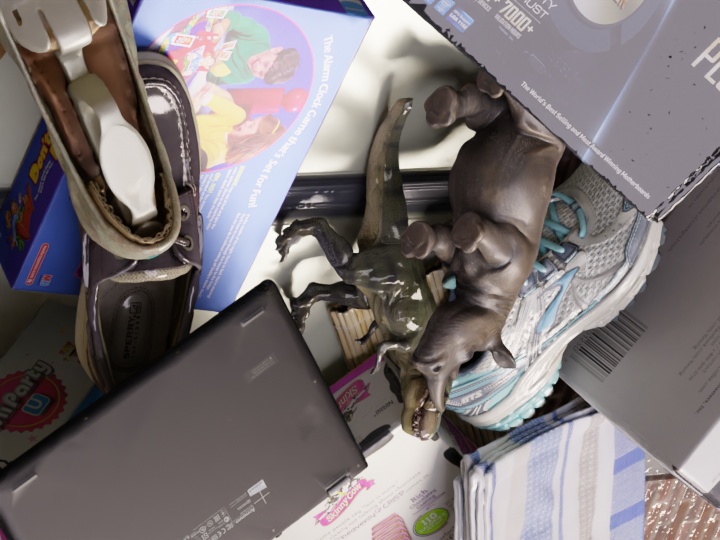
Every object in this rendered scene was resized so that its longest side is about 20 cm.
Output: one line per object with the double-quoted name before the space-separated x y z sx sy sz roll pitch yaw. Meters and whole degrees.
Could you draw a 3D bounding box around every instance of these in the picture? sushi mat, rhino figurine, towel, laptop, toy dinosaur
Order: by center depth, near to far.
"laptop" -0.105 0.121 1.509 0.187 0.116 0.200 -36 120 -18
"rhino figurine" 0.068 -0.018 1.557 0.087 0.060 0.201 5 98 -55
"toy dinosaur" 0.000 0.000 1.589 0.088 0.047 0.201 -7 111 5
"sushi mat" 0.046 0.071 1.710 0.095 0.012 0.200 -25 136 -7
"towel" 0.120 0.154 1.721 0.200 0.024 0.147 -22 117 -50

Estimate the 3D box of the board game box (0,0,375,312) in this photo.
"board game box" -0.095 -0.073 1.480 0.134 0.045 0.200 7 124 -33

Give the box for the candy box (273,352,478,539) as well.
"candy box" 0.016 0.152 1.713 0.136 0.061 0.200 -36 137 7

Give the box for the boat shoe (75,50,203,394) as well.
"boat shoe" -0.110 -0.014 1.437 0.072 0.065 0.200 -5 123 -20

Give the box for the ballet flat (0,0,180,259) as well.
"ballet flat" -0.130 -0.098 1.346 0.067 0.062 0.200 -27 105 -10

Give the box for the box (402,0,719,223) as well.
"box" 0.135 -0.153 1.448 0.200 0.086 0.164 41 105 -18

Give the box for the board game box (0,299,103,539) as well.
"board game box" -0.173 0.140 1.565 0.148 0.064 0.200 -54 151 -37

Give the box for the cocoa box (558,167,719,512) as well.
"cocoa box" 0.240 0.038 1.671 0.200 0.133 0.131 -51 135 1

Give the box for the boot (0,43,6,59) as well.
"boot" -0.218 -0.084 1.384 0.200 0.076 0.074 -46 129 12

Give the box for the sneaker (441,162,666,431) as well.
"sneaker" 0.100 0.007 1.623 0.086 0.078 0.200 17 114 -38
